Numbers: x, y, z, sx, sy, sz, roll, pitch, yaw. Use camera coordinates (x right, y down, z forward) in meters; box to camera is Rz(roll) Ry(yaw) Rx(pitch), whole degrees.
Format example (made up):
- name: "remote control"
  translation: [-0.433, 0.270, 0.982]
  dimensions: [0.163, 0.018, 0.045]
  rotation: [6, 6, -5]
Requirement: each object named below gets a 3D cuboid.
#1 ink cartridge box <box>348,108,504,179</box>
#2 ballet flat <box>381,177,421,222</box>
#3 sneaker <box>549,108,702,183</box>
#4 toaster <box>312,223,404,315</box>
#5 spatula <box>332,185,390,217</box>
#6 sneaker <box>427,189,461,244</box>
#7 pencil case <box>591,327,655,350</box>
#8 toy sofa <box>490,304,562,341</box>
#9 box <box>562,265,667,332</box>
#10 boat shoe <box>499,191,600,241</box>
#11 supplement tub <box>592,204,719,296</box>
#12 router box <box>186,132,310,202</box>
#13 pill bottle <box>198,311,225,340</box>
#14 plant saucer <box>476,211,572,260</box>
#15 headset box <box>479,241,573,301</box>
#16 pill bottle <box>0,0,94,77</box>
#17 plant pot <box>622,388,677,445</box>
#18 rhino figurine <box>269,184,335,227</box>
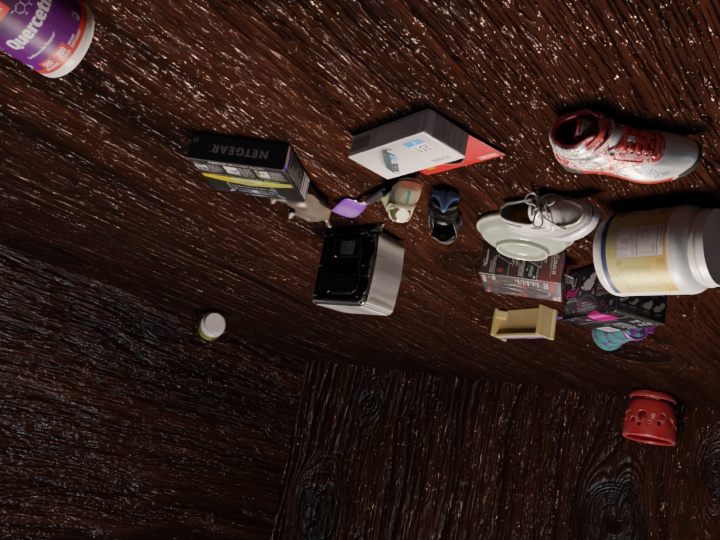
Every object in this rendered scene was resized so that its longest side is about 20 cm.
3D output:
- name: "ink cartridge box"
  translation: [0.105, -0.186, 1.315]
  dimensions: [0.174, 0.046, 0.198]
  rotation: [23, 163, -32]
- name: "ballet flat"
  translation: [0.073, -0.120, 1.491]
  dimensions: [0.068, 0.071, 0.200]
  rotation: [12, 175, 0]
- name: "sneaker"
  translation: [0.355, -0.171, 1.105]
  dimensions: [0.197, 0.069, 0.107]
  rotation: [7, 168, 30]
- name: "toaster"
  translation: [0.000, 0.000, 1.865]
  dimensions: [0.197, 0.186, 0.117]
  rotation: [0, 165, 44]
- name: "spatula"
  translation: [0.008, -0.139, 1.631]
  dimensions: [0.055, 0.021, 0.199]
  rotation: [19, 164, -23]
- name: "sneaker"
  translation: [0.157, -0.089, 1.568]
  dimensions: [0.069, 0.085, 0.200]
  rotation: [10, 166, 9]
- name: "pencil case"
  translation: [0.665, 0.149, 2.069]
  dimensions: [0.091, 0.086, 0.200]
  rotation: [28, 167, 2]
- name: "toy sofa"
  translation: [0.464, 0.152, 2.263]
  dimensions: [0.096, 0.085, 0.198]
  rotation: [21, 164, -30]
- name: "box"
  translation: [0.547, 0.057, 1.746]
  dimensions: [0.129, 0.118, 0.200]
  rotation: [14, 167, -16]
- name: "boat shoe"
  translation: [0.318, -0.103, 1.419]
  dimensions: [0.085, 0.076, 0.200]
  rotation: [24, 172, -33]
- name: "supplement tub"
  translation: [0.508, -0.032, 1.360]
  dimensions: [0.143, 0.148, 0.197]
  rotation: [22, 163, -38]
- name: "router box"
  translation: [-0.209, -0.193, 1.537]
  dimensions: [0.195, 0.054, 0.157]
  rotation: [9, 165, 13]
- name: "pill bottle"
  translation: [-0.640, 0.237, 3.500]
  dimensions: [0.109, 0.114, 0.200]
  rotation: [15, 166, -12]
- name: "plant saucer"
  translation: [0.324, -0.059, 1.614]
  dimensions: [0.195, 0.052, 0.200]
  rotation: [12, 166, 3]
- name: "headset box"
  translation: [0.367, 0.005, 1.774]
  dimensions: [0.195, 0.077, 0.149]
  rotation: [8, 165, 17]
- name: "pill bottle"
  translation: [-0.445, -0.340, 1.030]
  dimensions: [0.110, 0.115, 0.199]
  rotation: [3, 164, 33]
- name: "plant pot"
  translation: [1.110, 0.558, 3.098]
  dimensions: [0.195, 0.187, 0.201]
  rotation: [11, 167, 3]
- name: "rhino figurine"
  translation: [-0.107, -0.131, 1.682]
  dimensions: [0.085, 0.061, 0.200]
  rotation: [1, 166, 21]
